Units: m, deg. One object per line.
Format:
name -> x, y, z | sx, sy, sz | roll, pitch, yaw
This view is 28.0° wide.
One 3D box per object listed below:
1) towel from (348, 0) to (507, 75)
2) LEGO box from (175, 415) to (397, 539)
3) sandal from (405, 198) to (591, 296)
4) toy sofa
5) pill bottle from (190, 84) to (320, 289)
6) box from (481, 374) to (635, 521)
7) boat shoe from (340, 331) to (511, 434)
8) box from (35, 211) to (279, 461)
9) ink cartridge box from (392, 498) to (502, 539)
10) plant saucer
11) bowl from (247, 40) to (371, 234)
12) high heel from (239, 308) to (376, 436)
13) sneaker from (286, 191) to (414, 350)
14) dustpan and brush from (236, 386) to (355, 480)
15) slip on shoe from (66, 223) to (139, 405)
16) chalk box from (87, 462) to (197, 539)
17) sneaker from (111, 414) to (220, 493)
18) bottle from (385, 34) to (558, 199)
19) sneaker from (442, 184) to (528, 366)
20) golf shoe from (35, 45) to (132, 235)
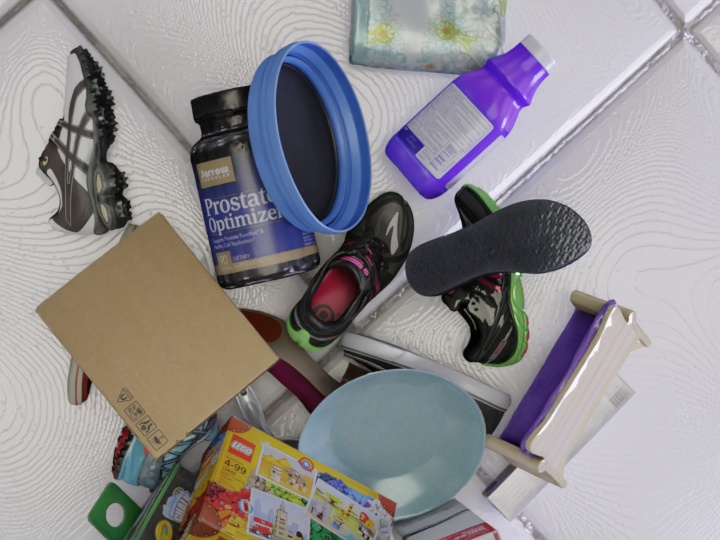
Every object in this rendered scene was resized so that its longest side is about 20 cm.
towel -> 0.076, -0.314, 1.558 | 0.171, 0.048, 0.201 | 4, 91, -5
LEGO box -> -0.075, 0.261, 1.451 | 0.200, 0.149, 0.077 | 29, 126, -12
sandal -> 0.143, -0.025, 1.493 | 0.200, 0.043, 0.076 | -13, 83, 23
toy sofa -> 0.214, 0.119, 1.532 | 0.200, 0.083, 0.098 | -57, 135, -11
pill bottle -> -0.115, -0.088, 1.511 | 0.112, 0.112, 0.201 | -13, 93, -6
box -> 0.218, 0.190, 1.589 | 0.041, 0.039, 0.200 | 44, 87, -4
boat shoe -> 0.064, 0.127, 1.561 | 0.200, 0.070, 0.066 | 23, 87, -14
box -> -0.206, 0.066, 1.473 | 0.163, 0.021, 0.200 | -39, 84, -10
ink cartridge box -> 0.107, 0.331, 1.501 | 0.084, 0.200, 0.145 | -21, 93, -9
plant saucer -> 0.031, 0.176, 1.521 | 0.200, 0.039, 0.201 | -4, 121, -6
bowl -> -0.051, -0.134, 1.485 | 0.039, 0.201, 0.201 | -10, 93, 27
high heel -> -0.081, 0.117, 1.553 | 0.200, 0.067, 0.096 | 29, 125, 10
sneaker -> 0.000, 0.000, 1.528 | 0.077, 0.084, 0.200 | 34, 70, -5
dustpan and brush -> -0.090, 0.206, 1.545 | 0.139, 0.057, 0.200 | -25, 94, -5
slip on shoe -> -0.258, 0.051, 1.522 | 0.061, 0.074, 0.200 | 24, 84, -9
chalk box -> -0.191, 0.297, 1.485 | 0.200, 0.125, 0.124 | 34, 125, -4
sneaker -> -0.187, 0.142, 1.537 | 0.095, 0.079, 0.200 | 25, 96, -18
bottle -> 0.121, -0.167, 1.539 | 0.200, 0.065, 0.084 | -43, 73, 7
sneaker -> 0.127, 0.007, 1.550 | 0.084, 0.077, 0.201 | -10, 91, -8
golf shoe -> -0.300, -0.134, 1.509 | 0.094, 0.078, 0.201 | -10, 82, 7
